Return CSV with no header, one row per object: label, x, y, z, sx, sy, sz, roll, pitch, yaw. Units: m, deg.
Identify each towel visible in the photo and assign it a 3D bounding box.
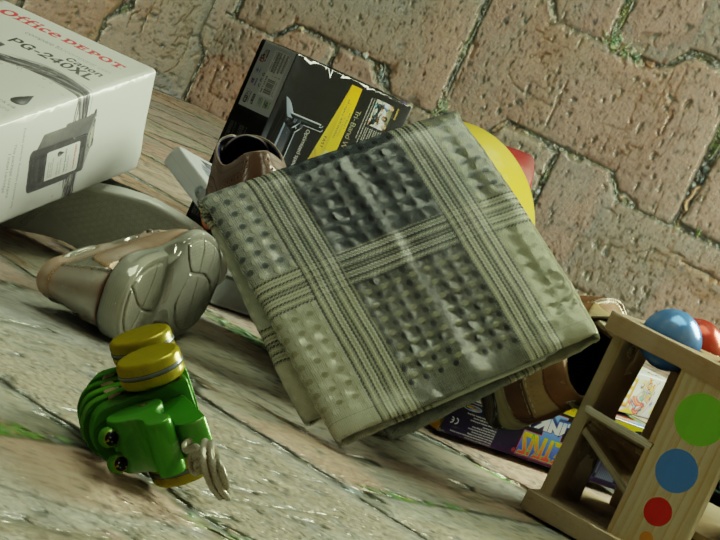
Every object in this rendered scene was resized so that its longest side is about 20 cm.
towel,0.023,0.005,1.306,0.200,0.192,0.035,60,-21,27

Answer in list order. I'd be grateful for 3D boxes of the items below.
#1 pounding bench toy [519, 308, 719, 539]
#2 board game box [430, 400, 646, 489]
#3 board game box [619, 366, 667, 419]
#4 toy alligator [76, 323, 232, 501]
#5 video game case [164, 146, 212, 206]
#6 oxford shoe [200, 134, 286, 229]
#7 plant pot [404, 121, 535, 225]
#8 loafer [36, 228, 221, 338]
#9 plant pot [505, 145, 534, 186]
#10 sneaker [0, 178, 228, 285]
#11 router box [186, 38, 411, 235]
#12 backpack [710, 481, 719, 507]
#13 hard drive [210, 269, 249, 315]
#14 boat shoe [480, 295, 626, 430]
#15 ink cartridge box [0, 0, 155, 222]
pounding bench toy,0.236,0.127,1.321,0.200,0.156,0.124,28,6,26
board game box,0.098,0.094,1.580,0.200,0.057,0.165,21,4,-34
board game box,0.140,0.062,1.587,0.134,0.034,0.200,28,6,34
toy alligator,-0.097,0.070,0.927,0.054,0.059,0.200,-18,14,-7
video game case,-0.054,-0.010,1.709,0.200,0.023,0.182,28,19,-53
oxford shoe,-0.076,-0.063,1.482,0.071,0.073,0.200,-6,9,-11
plant pot,0.041,-0.042,2.037,0.201,0.201,0.189,27,21,28
loafer,-0.142,0.002,1.320,0.063,0.072,0.200,18,7,11
plant pot,0.134,-0.101,2.991,0.182,0.201,0.200,21,5,-3
sneaker,-0.183,-0.052,1.509,0.200,0.071,0.099,21,27,-2
router box,-0.058,-0.085,1.849,0.157,0.200,0.052,21,5,-46
backpack,0.360,0.160,1.651,0.176,0.153,0.200,28,9,-31
hard drive,-0.180,-0.025,1.641,0.132,0.026,0.200,20,6,-43
boat shoe,0.148,0.060,1.403,0.074,0.076,0.200,-12,8,29
ink cartridge box,-0.256,-0.107,1.412,0.145,0.084,0.200,26,28,22
